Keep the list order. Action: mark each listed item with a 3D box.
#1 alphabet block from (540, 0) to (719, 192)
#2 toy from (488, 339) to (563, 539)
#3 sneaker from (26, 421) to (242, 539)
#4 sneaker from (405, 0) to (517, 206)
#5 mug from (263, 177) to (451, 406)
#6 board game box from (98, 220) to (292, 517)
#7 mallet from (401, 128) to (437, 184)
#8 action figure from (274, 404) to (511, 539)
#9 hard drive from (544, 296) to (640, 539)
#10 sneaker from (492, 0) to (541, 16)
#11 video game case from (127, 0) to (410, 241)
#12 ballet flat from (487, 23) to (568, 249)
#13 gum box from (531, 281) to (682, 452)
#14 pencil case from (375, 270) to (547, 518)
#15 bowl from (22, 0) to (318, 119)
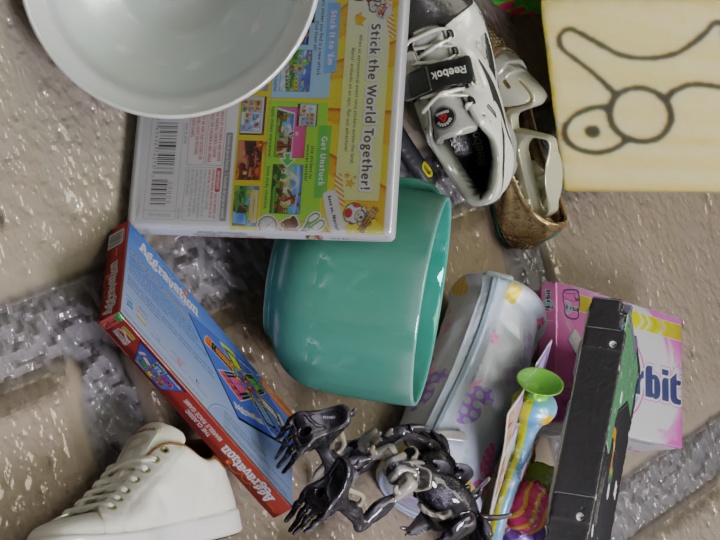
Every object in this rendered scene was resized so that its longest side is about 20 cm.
[{"bbox_3d":[0.270,-0.190,1.804,0.197,0.199,0.196,-64,151,-52],"label":"alphabet block"},{"bbox_3d":[0.127,0.166,1.655,0.115,0.047,0.201,-53,153,-56],"label":"toy"},{"bbox_3d":[-0.153,0.144,1.399,0.200,0.072,0.085,-5,84,-62],"label":"sneaker"},{"bbox_3d":[0.073,-0.143,1.699,0.089,0.074,0.201,-69,136,-67],"label":"sneaker"},{"bbox_3d":[-0.002,0.011,1.556,0.185,0.114,0.153,-36,135,-80],"label":"mug"},{"bbox_3d":[-0.107,0.067,1.469,0.200,0.019,0.103,52,21,-30],"label":"board game box"},{"bbox_3d":[0.009,-0.144,1.676,0.200,0.041,0.066,48,47,-40],"label":"mallet"},{"bbox_3d":[0.016,0.157,1.517,0.200,0.102,0.119,25,35,-48],"label":"action figure"},{"bbox_3d":[0.179,0.138,1.673,0.140,0.038,0.201,69,32,-63],"label":"hard drive"},{"bbox_3d":[0.107,-0.277,1.795,0.200,0.076,0.084,31,53,-55],"label":"sneaker"},{"bbox_3d":[-0.060,-0.120,1.486,0.023,0.181,0.201,69,24,-73],"label":"video game case"},{"bbox_3d":[0.130,-0.118,1.788,0.070,0.065,0.201,-26,103,-49],"label":"ballet flat"},{"bbox_3d":[0.188,0.083,1.818,0.199,0.066,0.114,15,72,-48],"label":"gum box"},{"bbox_3d":[0.078,0.096,1.669,0.201,0.083,0.091,-65,147,-35],"label":"pencil case"},{"bbox_3d":[-0.122,-0.202,1.443,0.090,0.200,0.202,-78,156,-86],"label":"bowl"}]
